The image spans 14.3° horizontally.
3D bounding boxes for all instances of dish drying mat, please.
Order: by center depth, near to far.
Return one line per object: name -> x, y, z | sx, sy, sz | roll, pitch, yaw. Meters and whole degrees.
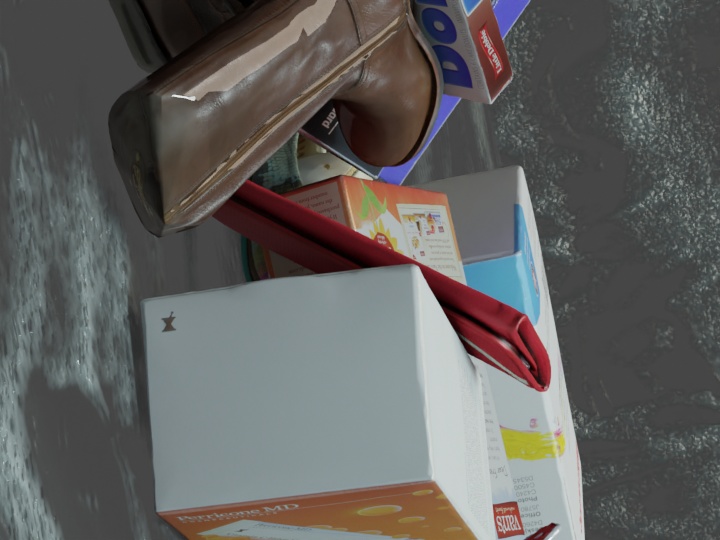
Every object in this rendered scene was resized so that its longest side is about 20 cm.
dish drying mat -> 0.000, 0.000, 1.368 | 0.018, 0.199, 0.077 | -58, 154, -11

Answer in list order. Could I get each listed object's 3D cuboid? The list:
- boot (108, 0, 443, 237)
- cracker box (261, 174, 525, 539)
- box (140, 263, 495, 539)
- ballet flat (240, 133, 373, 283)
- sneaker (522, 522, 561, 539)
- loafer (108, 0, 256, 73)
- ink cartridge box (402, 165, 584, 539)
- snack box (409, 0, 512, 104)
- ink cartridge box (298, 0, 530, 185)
boot -> -0.042, -0.063, 1.309 | 0.200, 0.064, 0.187 | -49, 151, -33
cracker box -> 0.017, 0.058, 1.474 | 0.134, 0.057, 0.201 | 8, 67, -65
box -> -0.014, 0.076, 1.298 | 0.200, 0.124, 0.098 | 56, 27, -70
ballet flat -> -0.026, -0.054, 1.590 | 0.200, 0.071, 0.069 | -88, 159, -57
sneaker -> 0.061, 0.178, 1.368 | 0.200, 0.112, 0.072 | -63, 130, -81
loafer -> -0.093, -0.168, 1.265 | 0.200, 0.062, 0.072 | 71, 12, -52
ink cartridge box -> 0.043, 0.067, 1.665 | 0.147, 0.145, 0.201 | -82, 160, -69
snack box -> 0.015, -0.167, 1.339 | 0.024, 0.072, 0.201 | -49, 137, -32
ink cartridge box -> 0.025, -0.150, 1.440 | 0.200, 0.199, 0.043 | 30, 6, -46
